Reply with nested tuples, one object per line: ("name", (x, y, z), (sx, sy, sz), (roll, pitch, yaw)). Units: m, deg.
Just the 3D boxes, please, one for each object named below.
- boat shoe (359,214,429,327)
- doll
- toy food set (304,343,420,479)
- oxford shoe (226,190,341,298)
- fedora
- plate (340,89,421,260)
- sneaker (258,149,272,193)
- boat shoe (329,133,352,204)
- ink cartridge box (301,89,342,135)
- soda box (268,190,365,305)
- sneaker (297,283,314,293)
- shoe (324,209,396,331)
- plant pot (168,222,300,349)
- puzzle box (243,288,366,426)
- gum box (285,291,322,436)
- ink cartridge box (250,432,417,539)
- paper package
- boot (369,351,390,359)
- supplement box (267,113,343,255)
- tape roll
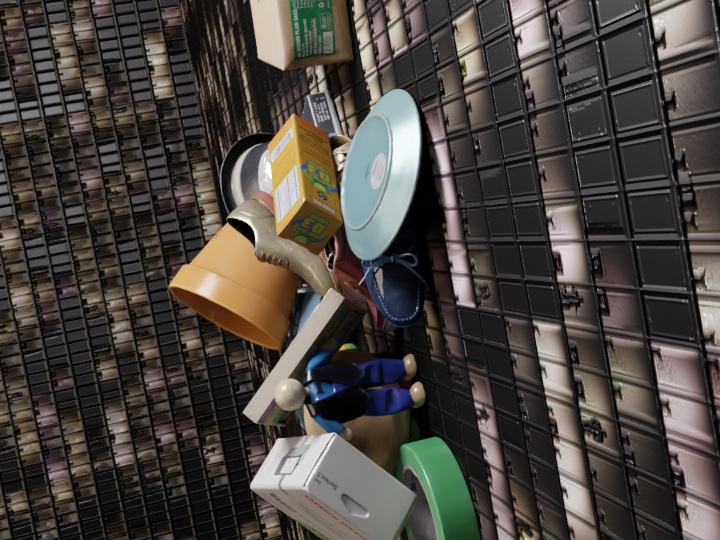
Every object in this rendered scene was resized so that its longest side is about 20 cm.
("boat shoe", (0.028, -0.032, 1.236), (0.069, 0.083, 0.201), (89, 164, -75))
("doll", (-0.019, 0.150, 1.332), (0.048, 0.199, 0.137), (-48, 52, 55))
("toy food set", (0.000, 0.205, 1.448), (0.199, 0.048, 0.199), (33, 114, 34))
("oxford shoe", (-0.106, -0.021, 1.419), (0.200, 0.075, 0.071), (44, 150, 25))
("fedora", (-0.131, -0.138, 1.687), (0.091, 0.199, 0.202), (-25, 76, 58))
("plate", (0.014, -0.112, 1.193), (0.200, 0.025, 0.202), (-169, 90, -68))
("sneaker", (-0.091, -0.105, 1.555), (0.201, 0.077, 0.099), (64, 158, 11))
("boat shoe", (-0.019, -0.136, 1.378), (0.200, 0.071, 0.065), (-129, 30, -67))
("ink cartridge box", (-0.052, -0.140, 1.586), (0.200, 0.043, 0.200), (112, 143, -69))
("soda box", (-0.052, -0.040, 1.476), (0.201, 0.068, 0.064), (62, 162, -9))
("sneaker", (-0.061, 0.084, 1.782), (0.200, 0.074, 0.116), (-120, 15, -82))
("shoe", (0.000, 0.000, 1.369), (0.072, 0.090, 0.201), (-120, 22, -54))
("plant pot", (-0.180, 0.016, 1.617), (0.141, 0.199, 0.200), (-62, 5, -14))
("puzzle box", (-0.071, 0.120, 1.386), (0.025, 0.201, 0.133), (35, 180, 17))
("gum box", (-0.067, 0.162, 1.657), (0.201, 0.044, 0.171), (69, -156, -46))
("ink cartridge box", (-0.038, 0.289, 1.350), (0.145, 0.084, 0.200), (39, 156, -14))
("paper package", (-0.090, -0.385, 1.401), (0.191, 0.103, 0.202), (-133, 35, -67))
("boot", (0.007, 0.210, 1.555), (0.200, 0.076, 0.170), (165, 98, -71))
("supplement box", (-0.072, -0.113, 1.324), (0.069, 0.066, 0.201), (-46, 33, 29))
("tape roll", (0.098, 0.317, 1.322), (0.200, 0.048, 0.202), (168, 90, -78))
